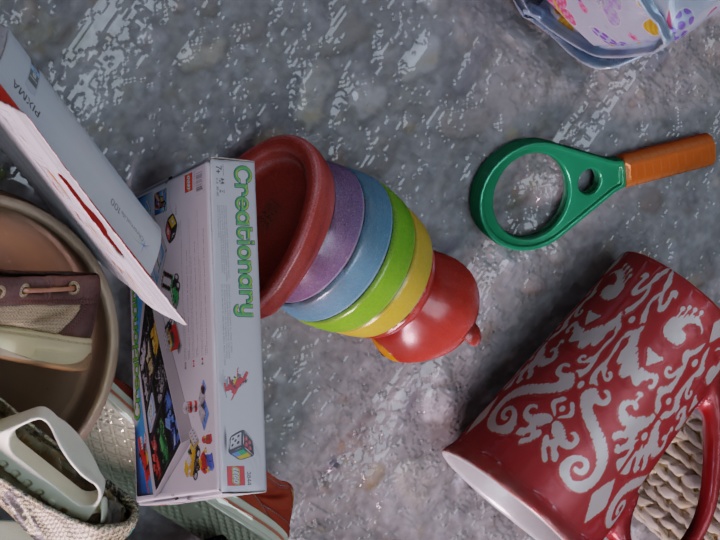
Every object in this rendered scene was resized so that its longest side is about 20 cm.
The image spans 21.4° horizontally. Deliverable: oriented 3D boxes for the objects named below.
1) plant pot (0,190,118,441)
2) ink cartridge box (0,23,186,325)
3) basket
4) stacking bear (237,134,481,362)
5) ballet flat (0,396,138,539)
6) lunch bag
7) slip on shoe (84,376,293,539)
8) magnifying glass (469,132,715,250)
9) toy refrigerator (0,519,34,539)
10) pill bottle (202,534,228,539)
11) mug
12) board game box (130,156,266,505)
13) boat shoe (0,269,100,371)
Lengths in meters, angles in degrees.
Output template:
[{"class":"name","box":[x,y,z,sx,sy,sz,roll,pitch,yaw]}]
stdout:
[{"class":"plant pot","box":[-0.254,0.039,1.154,0.201,0.093,0.201,-8,110,-24]},{"class":"ink cartridge box","box":[-0.165,-0.063,1.104,0.047,0.200,0.160,-41,119,-11]},{"class":"basket","box":[0.308,0.175,1.425,0.135,0.200,0.124,17,104,-30]},{"class":"stacking bear","box":[0.000,0.000,1.267,0.200,0.121,0.114,30,99,-40]},{"class":"ballet flat","box":[-0.207,0.093,1.082,0.200,0.068,0.075,40,128,-17]},{"class":"lunch bag","box":[0.200,-0.219,1.239,0.169,0.200,0.127,-35,103,-12]},{"class":"slip on shoe","box":[-0.122,0.121,1.270,0.200,0.074,0.061,39,50,-24]},{"class":"magnifying glass","box":[0.169,-0.067,1.378,0.200,0.022,0.080,-14,111,-21]},{"class":"toy refrigerator","box":[-0.287,0.184,1.143,0.200,0.076,0.070,3,77,-6]},{"class":"pill bottle","box":[-0.170,0.243,1.238,0.200,0.112,0.112,-18,113,-13]},{"class":"mug","box":[0.184,0.108,1.382,0.200,0.133,0.178,-51,121,-9]},{"class":"board game box","box":[-0.103,0.041,1.170,0.035,0.126,0.200,2,80,-29]},{"class":"boat shoe","box":[-0.234,0.004,1.065,0.200,0.072,0.072,16,89,-33]}]
